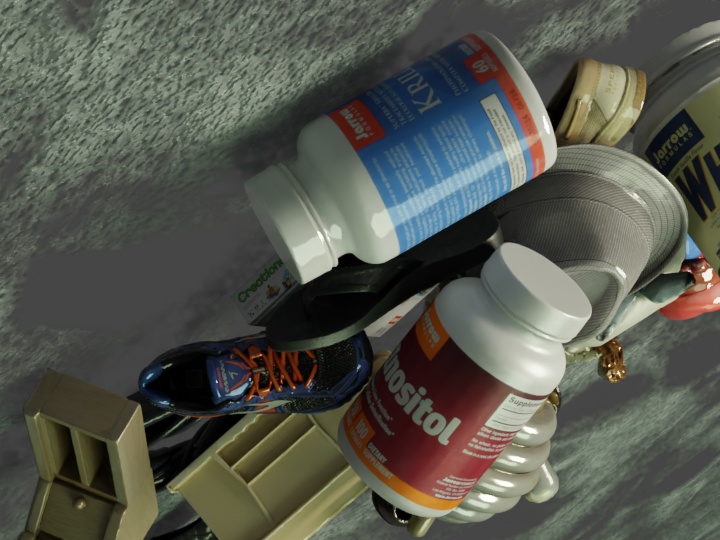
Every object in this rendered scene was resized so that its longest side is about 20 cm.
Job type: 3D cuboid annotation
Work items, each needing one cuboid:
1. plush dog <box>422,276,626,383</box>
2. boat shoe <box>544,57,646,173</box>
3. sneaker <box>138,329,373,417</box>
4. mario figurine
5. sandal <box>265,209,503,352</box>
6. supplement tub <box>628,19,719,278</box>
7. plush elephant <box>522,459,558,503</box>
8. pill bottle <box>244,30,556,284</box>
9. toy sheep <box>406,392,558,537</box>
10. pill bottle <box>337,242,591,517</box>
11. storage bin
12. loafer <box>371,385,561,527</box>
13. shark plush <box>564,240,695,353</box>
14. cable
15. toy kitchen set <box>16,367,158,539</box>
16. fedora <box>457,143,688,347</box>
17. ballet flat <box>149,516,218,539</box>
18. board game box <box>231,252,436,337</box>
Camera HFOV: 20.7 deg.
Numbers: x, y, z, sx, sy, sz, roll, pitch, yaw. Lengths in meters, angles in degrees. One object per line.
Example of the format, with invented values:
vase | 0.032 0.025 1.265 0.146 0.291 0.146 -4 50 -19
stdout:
plush dog | 0.140 0.032 1.740 0.171 0.161 0.200 -3 152 -7
boat shoe | 0.151 -0.101 1.560 0.064 0.071 0.200 17 138 -17
sneaker | -0.082 0.082 1.506 0.200 0.075 0.078 -14 177 24
mario figurine | 0.291 -0.042 1.827 0.123 0.106 0.200 1 129 6
sandal | 0.011 -0.003 1.483 0.200 0.075 0.048 -29 120 -13
supplement tub | 0.313 -0.090 1.605 0.145 0.200 0.145 -28 158 -12
plush elephant | 0.071 0.165 1.882 0.155 0.165 0.200 -37 141 -3
pill bottle | 0.026 -0.074 1.365 0.200 0.112 0.112 -30 159 -9
toy sheep | 0.089 0.144 1.624 0.138 0.138 0.200 -3 137 -52
pill bottle | 0.080 0.080 1.479 0.113 0.113 0.200 2 130 -55
storage bin | -0.039 0.155 1.732 0.199 0.094 0.200 -42 168 9
loafer | 0.100 0.168 1.753 0.200 0.073 0.071 -41 -168 5
shark plush | 0.194 0.021 1.671 0.200 0.083 0.091 -33 174 9
cable | -0.141 0.134 1.662 0.200 0.051 0.163 -27 156 -18
toy kitchen set | -0.276 0.196 1.495 0.181 0.163 0.200 91 23 -55
fedora | 0.156 -0.003 1.548 0.200 0.090 0.177 -23 131 33
ballet flat | -0.153 0.239 1.899 0.200 0.057 0.066 -33 -173 14
board game box | 0.000 0.000 1.591 0.126 0.035 0.200 -43 156 21
